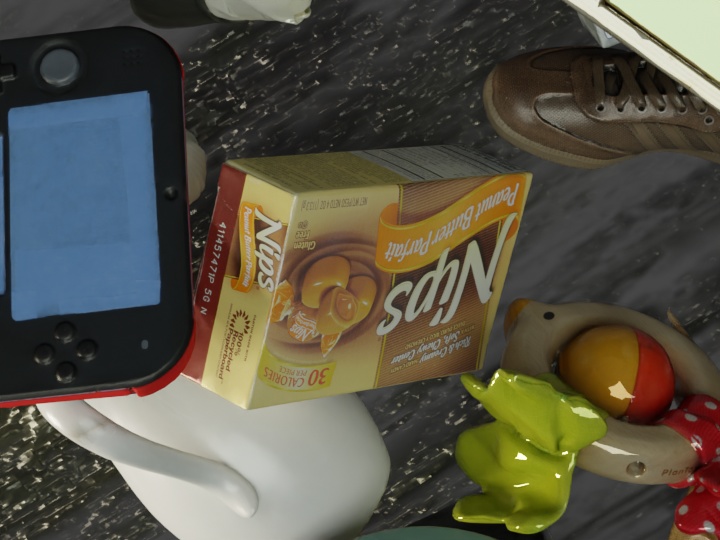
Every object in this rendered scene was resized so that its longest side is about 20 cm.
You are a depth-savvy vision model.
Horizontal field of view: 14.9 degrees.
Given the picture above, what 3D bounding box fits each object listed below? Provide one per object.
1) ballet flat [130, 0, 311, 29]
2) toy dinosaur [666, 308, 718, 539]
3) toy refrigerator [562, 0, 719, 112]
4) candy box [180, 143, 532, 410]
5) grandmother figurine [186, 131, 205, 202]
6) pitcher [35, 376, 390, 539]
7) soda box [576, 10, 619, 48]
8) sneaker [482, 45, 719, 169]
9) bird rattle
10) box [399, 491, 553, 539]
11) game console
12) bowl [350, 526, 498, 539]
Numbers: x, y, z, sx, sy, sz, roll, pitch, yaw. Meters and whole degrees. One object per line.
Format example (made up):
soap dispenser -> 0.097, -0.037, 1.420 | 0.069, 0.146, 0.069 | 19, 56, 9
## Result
ballet flat -> -0.027, -0.173, 1.414 | 0.200, 0.069, 0.068 | -32, 138, 6
toy dinosaur -> 0.202, 0.134, 1.548 | 0.106, 0.060, 0.201 | 11, 106, -8
toy refrigerator -> 0.148, -0.147, 1.372 | 0.200, 0.070, 0.076 | 35, 97, -6
candy box -> 0.000, 0.000, 1.424 | 0.200, 0.055, 0.116 | -7, 117, -51
grandmother figurine -> -0.181, -0.049, 1.441 | 0.199, 0.061, 0.122 | -6, 90, -3
pitcher -> -0.085, 0.087, 1.445 | 0.200, 0.172, 0.121 | 35, 108, -14
soda box -> 0.203, -0.185, 1.440 | 0.199, 0.068, 0.064 | -21, 106, 1
sneaker -> 0.166, -0.097, 1.452 | 0.199, 0.071, 0.076 | 4, 151, -16
bird rattle -> 0.147, 0.072, 1.468 | 0.199, 0.163, 0.113 | 3, 130, -7
box -> 0.032, 0.226, 1.514 | 0.199, 0.149, 0.125 | -24, 107, 3
game console -> -0.172, -0.026, 1.374 | 0.176, 0.031, 0.201 | -4, 65, 0
bowl -> 0.035, 0.240, 1.386 | 0.200, 0.105, 0.202 | -1, 104, -5
